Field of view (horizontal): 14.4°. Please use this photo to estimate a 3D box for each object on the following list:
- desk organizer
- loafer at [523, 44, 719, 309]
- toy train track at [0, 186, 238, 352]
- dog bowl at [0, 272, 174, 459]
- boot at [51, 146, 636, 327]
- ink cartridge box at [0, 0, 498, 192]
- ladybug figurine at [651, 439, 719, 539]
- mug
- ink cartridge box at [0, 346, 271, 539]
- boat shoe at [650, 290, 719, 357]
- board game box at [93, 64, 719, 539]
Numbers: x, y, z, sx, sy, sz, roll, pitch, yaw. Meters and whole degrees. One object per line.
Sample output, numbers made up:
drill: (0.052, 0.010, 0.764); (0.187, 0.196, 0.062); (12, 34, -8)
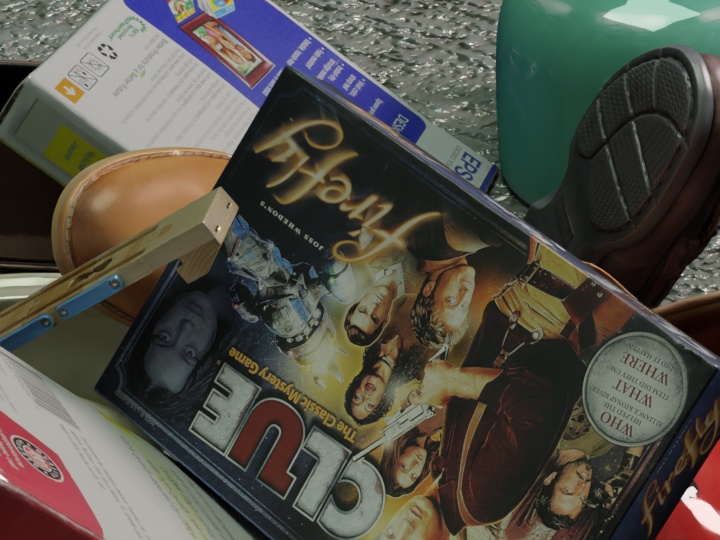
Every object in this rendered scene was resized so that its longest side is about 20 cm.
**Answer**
desk organizer: (-0.137, -0.080, 1.404); (0.071, 0.078, 0.200); (3, 28, 12)
loafer: (0.116, -0.026, 1.168); (0.063, 0.200, 0.072); (3, 59, -21)
toy train track: (-0.116, 0.030, 1.007); (0.199, 0.033, 0.115); (-29, 22, 30)
dog bowl: (-0.141, 0.078, 1.108); (0.198, 0.074, 0.200); (-4, 27, 2)
boot: (0.000, 0.000, 1.055); (0.199, 0.074, 0.154); (10, -1, -32)
ink cartridge box: (-0.047, -0.055, 1.324); (0.200, 0.047, 0.198); (38, 29, -2)
ladybug figurine: (0.078, 0.093, 1.007); (0.135, 0.072, 0.200); (-31, 19, -13)
mug: (0.127, -0.106, 1.380); (0.184, 0.115, 0.152); (13, 32, 26)
ink cartridge box: (-0.088, 0.105, 0.921); (0.084, 0.200, 0.145); (-51, 35, 5)
boat shoe: (0.104, 0.041, 1.151); (0.199, 0.070, 0.074); (-13, 29, -17)
board game box: (0.016, 0.039, 0.956); (0.200, 0.136, 0.035); (36, 9, 31)
